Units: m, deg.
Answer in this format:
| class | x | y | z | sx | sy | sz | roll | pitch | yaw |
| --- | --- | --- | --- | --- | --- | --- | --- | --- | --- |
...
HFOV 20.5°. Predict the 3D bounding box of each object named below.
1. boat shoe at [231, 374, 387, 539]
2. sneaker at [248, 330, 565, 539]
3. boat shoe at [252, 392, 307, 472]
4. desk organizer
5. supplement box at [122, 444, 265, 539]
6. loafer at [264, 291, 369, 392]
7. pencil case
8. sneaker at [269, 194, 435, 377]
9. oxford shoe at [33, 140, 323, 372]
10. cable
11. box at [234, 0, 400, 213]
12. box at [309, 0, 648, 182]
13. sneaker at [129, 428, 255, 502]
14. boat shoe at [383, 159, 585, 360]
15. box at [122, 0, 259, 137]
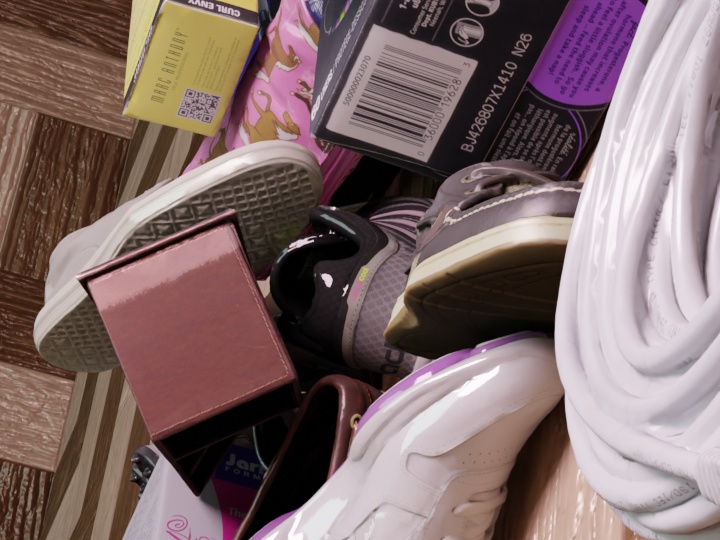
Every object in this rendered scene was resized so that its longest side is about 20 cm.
| class | x | y | z | sx | sy | sz | roll | pitch | yaw |
| --- | --- | --- | --- | --- | --- | --- | --- | --- | --- |
| boat shoe | -0.038 | 0.139 | 0.855 | 0.070 | 0.070 | 0.201 | 17 | 79 | 42 |
| sneaker | 0.025 | 0.105 | 0.756 | 0.200 | 0.100 | 0.075 | -50 | -22 | 28 |
| boat shoe | -0.026 | 0.128 | 0.951 | 0.200 | 0.062 | 0.073 | -91 | 22 | -54 |
| desk organizer | -0.069 | 0.044 | 0.908 | 0.200 | 0.071 | 0.077 | 87 | 160 | -77 |
| supplement box | -0.072 | 0.193 | 0.991 | 0.200 | 0.101 | 0.104 | -87 | 17 | -48 |
| loafer | -0.034 | 0.030 | 1.101 | 0.200 | 0.073 | 0.071 | 175 | 109 | -78 |
| pencil case | -0.025 | -0.074 | 0.974 | 0.087 | 0.083 | 0.200 | -54 | 1 | -40 |
| sneaker | 0.000 | 0.000 | 0.938 | 0.200 | 0.087 | 0.074 | -114 | 42 | -74 |
| oxford shoe | -0.094 | -0.016 | 0.968 | 0.200 | 0.075 | 0.058 | -35 | 42 | 39 |
| cable | 0.111 | -0.025 | 0.480 | 0.200 | 0.069 | 0.201 | 148 | 138 | -75 |
| box | -0.026 | -0.122 | 1.118 | 0.142 | 0.079 | 0.200 | 69 | 153 | 22 |
| box | 0.051 | -0.141 | 0.834 | 0.200 | 0.106 | 0.122 | -86 | 19 | -49 |
| sneaker | -0.076 | 0.162 | 1.158 | 0.066 | 0.090 | 0.201 | 40 | 146 | 38 |
| boat shoe | 0.051 | -0.010 | 0.744 | 0.201 | 0.071 | 0.066 | 129 | 150 | -74 |
| box | -0.084 | -0.160 | 1.012 | 0.200 | 0.050 | 0.075 | -94 | 23 | -48 |
